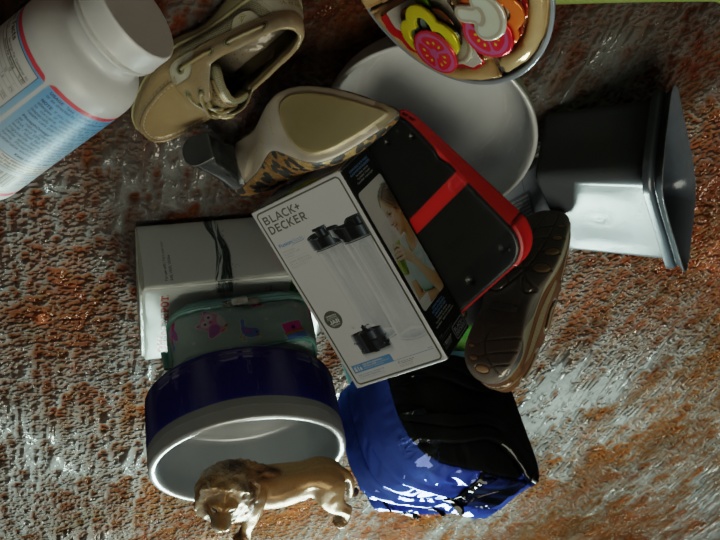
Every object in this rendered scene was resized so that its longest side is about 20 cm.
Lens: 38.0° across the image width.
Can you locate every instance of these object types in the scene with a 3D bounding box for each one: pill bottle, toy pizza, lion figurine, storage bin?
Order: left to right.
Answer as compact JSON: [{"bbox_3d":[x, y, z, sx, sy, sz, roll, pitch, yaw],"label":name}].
[{"bbox_3d":[-0.247,-0.148,0.825,0.199,0.110,0.109,-30,144,21],"label":"pill bottle"},{"bbox_3d":[-0.076,0.216,1.039,0.198,0.073,0.123,-12,143,-28],"label":"lion figurine"},{"bbox_3d":[0.056,-0.221,0.787,0.032,0.199,0.201,-46,158,-28],"label":"toy pizza"},{"bbox_3d":[0.269,-0.100,1.095,0.133,0.147,0.200,3,154,25],"label":"storage bin"}]

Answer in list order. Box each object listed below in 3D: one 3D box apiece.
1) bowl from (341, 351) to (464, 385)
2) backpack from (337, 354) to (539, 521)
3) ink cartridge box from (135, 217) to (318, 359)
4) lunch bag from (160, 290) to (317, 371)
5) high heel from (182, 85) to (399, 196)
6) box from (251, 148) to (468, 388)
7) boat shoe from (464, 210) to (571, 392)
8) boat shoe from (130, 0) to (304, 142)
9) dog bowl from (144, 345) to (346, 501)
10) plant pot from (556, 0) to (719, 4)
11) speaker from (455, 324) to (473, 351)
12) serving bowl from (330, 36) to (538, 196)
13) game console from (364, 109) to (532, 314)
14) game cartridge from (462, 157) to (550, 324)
[{"bbox_3d":[0.054,0.090,1.252,0.199,0.105,0.203,-8,106,-27],"label":"bowl"},{"bbox_3d":[0.067,0.185,1.118,0.199,0.164,0.168,20,126,-41],"label":"backpack"},{"bbox_3d":[-0.143,0.018,1.131,0.198,0.084,0.147,-5,146,-16],"label":"ink cartridge box"},{"bbox_3d":[-0.129,0.098,1.108,0.158,0.078,0.201,-5,147,-11],"label":"lunch bag"},{"bbox_3d":[-0.047,-0.115,0.959,0.198,0.072,0.142,-9,172,15],"label":"high heel"},{"bbox_3d":[0.000,0.000,0.974,0.116,0.060,0.201,-20,106,36],"label":"box"},{"bbox_3d":[0.165,0.032,1.070,0.075,0.201,0.072,16,160,35],"label":"boat shoe"},{"bbox_3d":[-0.124,-0.164,0.888,0.199,0.066,0.072,-34,142,27],"label":"boat shoe"},{"bbox_3d":[-0.118,0.159,1.059,0.198,0.079,0.201,-9,147,-6],"label":"dog bowl"},{"bbox_3d":[0.207,-0.276,0.769,0.182,0.202,0.201,-7,148,10],"label":"plant pot"},{"bbox_3d":[0.065,0.044,1.135,0.198,0.089,0.089,6,141,-30],"label":"speaker"},{"bbox_3d":[0.065,-0.144,0.969,0.197,0.066,0.201,6,138,5],"label":"serving bowl"},{"bbox_3d":[0.047,-0.031,0.988,0.200,0.177,0.031,-45,180,39],"label":"game console"},{"bbox_3d":[0.129,-0.023,1.093,0.199,0.135,0.040,-27,-161,-32],"label":"game cartridge"}]
